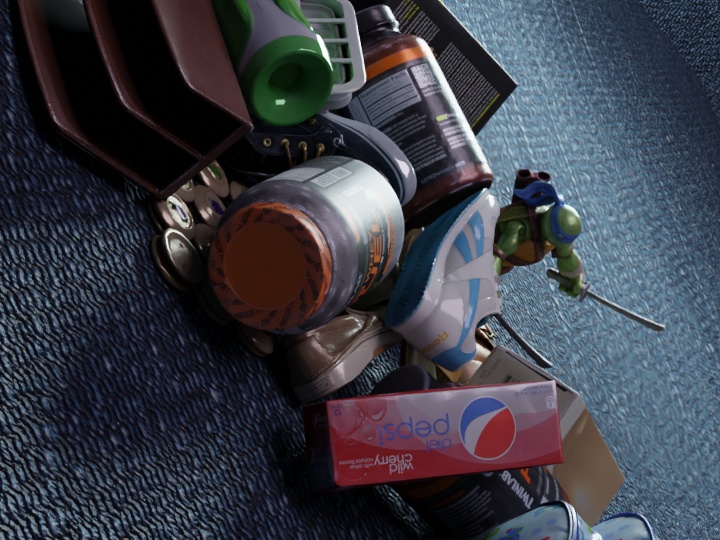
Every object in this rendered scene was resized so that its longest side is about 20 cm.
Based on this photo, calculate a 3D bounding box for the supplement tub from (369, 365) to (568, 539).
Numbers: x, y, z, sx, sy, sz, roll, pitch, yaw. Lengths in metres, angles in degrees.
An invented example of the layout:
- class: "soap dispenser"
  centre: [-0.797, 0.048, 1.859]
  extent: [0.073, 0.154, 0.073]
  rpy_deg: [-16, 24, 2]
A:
- class: "supplement tub"
  centre: [0.086, 0.169, 1.574]
  extent: [0.200, 0.106, 0.107]
  rpy_deg: [47, 23, -30]

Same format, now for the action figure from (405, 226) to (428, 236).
- class: "action figure"
  centre: [0.053, -0.061, 1.919]
  extent: [0.130, 0.069, 0.200]
  rpy_deg: [44, 20, -18]

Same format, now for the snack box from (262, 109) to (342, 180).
- class: "snack box"
  centre: [-0.060, -0.145, 1.763]
  extent: [0.201, 0.067, 0.168]
  rpy_deg: [63, 20, 7]

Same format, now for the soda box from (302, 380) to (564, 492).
- class: "soda box"
  centre: [0.058, 0.129, 1.458]
  extent: [0.198, 0.063, 0.071]
  rpy_deg: [-4, 84, -21]

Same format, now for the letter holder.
- class: "letter holder"
  centre: [-0.186, -0.182, 1.452]
  extent: [0.142, 0.100, 0.201]
  rpy_deg: [33, 28, -46]

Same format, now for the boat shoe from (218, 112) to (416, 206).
- class: "boat shoe"
  centre: [-0.052, -0.100, 1.617]
  extent: [0.199, 0.071, 0.091]
  rpy_deg: [32, 42, 18]

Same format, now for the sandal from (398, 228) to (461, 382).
- class: "sandal"
  centre: [0.069, 0.063, 1.693]
  extent: [0.080, 0.053, 0.202]
  rpy_deg: [-10, 99, -74]

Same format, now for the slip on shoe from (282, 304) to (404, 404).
- class: "slip on shoe"
  centre: [-0.015, 0.054, 1.579]
  extent: [0.061, 0.076, 0.200]
  rpy_deg: [60, 27, -3]

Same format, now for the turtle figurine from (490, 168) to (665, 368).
- class: "turtle figurine"
  centre: [0.143, 0.017, 1.745]
  extent: [0.144, 0.193, 0.201]
  rpy_deg: [-41, 110, -30]

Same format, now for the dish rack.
- class: "dish rack"
  centre: [-0.100, -0.192, 1.624]
  extent: [0.198, 0.044, 0.172]
  rpy_deg: [4, 39, -10]

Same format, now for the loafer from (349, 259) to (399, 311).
- class: "loafer"
  centre: [0.000, 0.000, 1.680]
  extent: [0.200, 0.075, 0.069]
  rpy_deg: [37, 32, -52]

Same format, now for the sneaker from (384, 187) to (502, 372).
- class: "sneaker"
  centre: [0.085, 0.007, 1.623]
  extent: [0.081, 0.076, 0.201]
  rpy_deg: [43, 43, -15]

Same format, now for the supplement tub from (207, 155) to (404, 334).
- class: "supplement tub"
  centre: [-0.044, -0.020, 1.489]
  extent: [0.123, 0.122, 0.200]
  rpy_deg: [58, 21, -1]

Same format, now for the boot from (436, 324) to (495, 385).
- class: "boot"
  centre: [0.124, 0.089, 1.861]
  extent: [0.200, 0.073, 0.156]
  rpy_deg: [26, 33, -60]

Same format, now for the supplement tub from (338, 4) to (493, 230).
- class: "supplement tub"
  centre: [0.040, -0.147, 1.751]
  extent: [0.201, 0.106, 0.107]
  rpy_deg: [64, 21, 10]

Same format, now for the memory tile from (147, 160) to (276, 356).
- class: "memory tile"
  centre: [-0.122, -0.032, 1.526]
  extent: [0.153, 0.017, 0.201]
  rpy_deg: [43, 25, -36]

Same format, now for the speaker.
- class: "speaker"
  centre: [-0.090, -0.207, 1.540]
  extent: [0.088, 0.088, 0.201]
  rpy_deg: [38, 16, -44]

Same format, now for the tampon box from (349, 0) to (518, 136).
- class: "tampon box"
  centre: [0.039, -0.229, 1.961]
  extent: [0.200, 0.127, 0.150]
  rpy_deg: [42, -2, -37]

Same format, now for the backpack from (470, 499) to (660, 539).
- class: "backpack"
  centre: [0.160, 0.276, 1.467]
  extent: [0.148, 0.199, 0.183]
  rpy_deg: [55, 22, -17]

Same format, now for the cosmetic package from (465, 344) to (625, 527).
- class: "cosmetic package"
  centre: [0.172, 0.161, 1.743]
  extent: [0.105, 0.071, 0.200]
  rpy_deg: [32, -13, 32]
